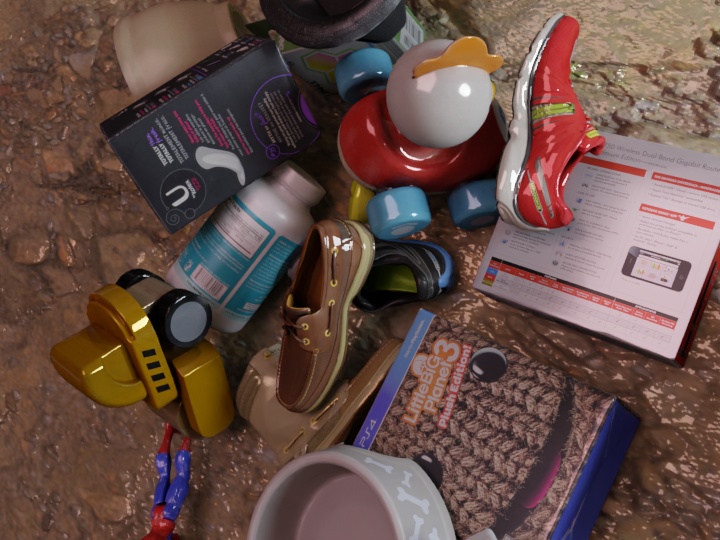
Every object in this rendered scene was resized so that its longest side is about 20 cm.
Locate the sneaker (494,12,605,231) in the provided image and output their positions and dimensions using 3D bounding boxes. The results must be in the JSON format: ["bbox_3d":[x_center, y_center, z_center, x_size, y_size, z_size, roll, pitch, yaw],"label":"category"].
[{"bbox_3d":[0.183,-0.133,0.693,0.084,0.077,0.202,10,87,23],"label":"sneaker"}]

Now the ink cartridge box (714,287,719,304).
[{"bbox_3d":[0.365,0.084,0.525,0.144,0.144,0.202,-27,64,23],"label":"ink cartridge box"}]

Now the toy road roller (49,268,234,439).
[{"bbox_3d":[-0.236,0.106,0.812,0.122,0.146,0.202,19,131,43],"label":"toy road roller"}]

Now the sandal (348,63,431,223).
[{"bbox_3d":[0.042,-0.135,0.838,0.086,0.080,0.202,11,72,-4],"label":"sandal"}]

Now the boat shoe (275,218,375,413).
[{"bbox_3d":[-0.050,0.044,0.740,0.072,0.067,0.202,26,103,41],"label":"boat shoe"}]

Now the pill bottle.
[{"bbox_3d":[-0.127,-0.034,0.879,0.200,0.111,0.111,-50,57,9],"label":"pill bottle"}]

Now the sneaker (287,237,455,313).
[{"bbox_3d":[0.000,0.000,0.802,0.198,0.083,0.071,4,111,32],"label":"sneaker"}]

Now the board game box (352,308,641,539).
[{"bbox_3d":[0.115,0.151,0.671,0.199,0.097,0.161,22,83,38],"label":"board game box"}]

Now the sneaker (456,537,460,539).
[{"bbox_3d":[0.012,0.269,0.702,0.199,0.089,0.079,-22,64,50],"label":"sneaker"}]

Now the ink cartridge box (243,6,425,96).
[{"bbox_3d":[-0.033,-0.262,0.891,0.198,0.104,0.060,-5,73,30],"label":"ink cartridge box"}]

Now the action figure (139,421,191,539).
[{"bbox_3d":[-0.205,0.282,0.872,0.065,0.099,0.201,-14,47,29],"label":"action figure"}]

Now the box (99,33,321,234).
[{"bbox_3d":[-0.163,-0.153,0.825,0.199,0.123,0.106,-34,28,-10],"label":"box"}]

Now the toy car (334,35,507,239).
[{"bbox_3d":[0.081,-0.152,0.706,0.200,0.175,0.186,134,126,-67],"label":"toy car"}]

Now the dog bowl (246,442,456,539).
[{"bbox_3d":[-0.017,0.242,0.632,0.199,0.058,0.202,-13,69,36],"label":"dog bowl"}]

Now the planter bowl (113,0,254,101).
[{"bbox_3d":[-0.188,-0.247,0.937,0.134,0.200,0.202,-24,64,11],"label":"planter bowl"}]

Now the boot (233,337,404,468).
[{"bbox_3d":[-0.043,0.120,0.809,0.155,0.073,0.201,43,104,34],"label":"boot"}]

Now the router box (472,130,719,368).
[{"bbox_3d":[0.227,-0.031,0.699,0.199,0.049,0.181,22,88,34],"label":"router box"}]

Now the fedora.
[{"bbox_3d":[-0.009,-0.296,0.768,0.199,0.091,0.203,-9,71,28],"label":"fedora"}]

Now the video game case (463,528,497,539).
[{"bbox_3d":[0.067,0.299,0.566,0.142,0.201,0.017,-26,23,-4],"label":"video game case"}]
